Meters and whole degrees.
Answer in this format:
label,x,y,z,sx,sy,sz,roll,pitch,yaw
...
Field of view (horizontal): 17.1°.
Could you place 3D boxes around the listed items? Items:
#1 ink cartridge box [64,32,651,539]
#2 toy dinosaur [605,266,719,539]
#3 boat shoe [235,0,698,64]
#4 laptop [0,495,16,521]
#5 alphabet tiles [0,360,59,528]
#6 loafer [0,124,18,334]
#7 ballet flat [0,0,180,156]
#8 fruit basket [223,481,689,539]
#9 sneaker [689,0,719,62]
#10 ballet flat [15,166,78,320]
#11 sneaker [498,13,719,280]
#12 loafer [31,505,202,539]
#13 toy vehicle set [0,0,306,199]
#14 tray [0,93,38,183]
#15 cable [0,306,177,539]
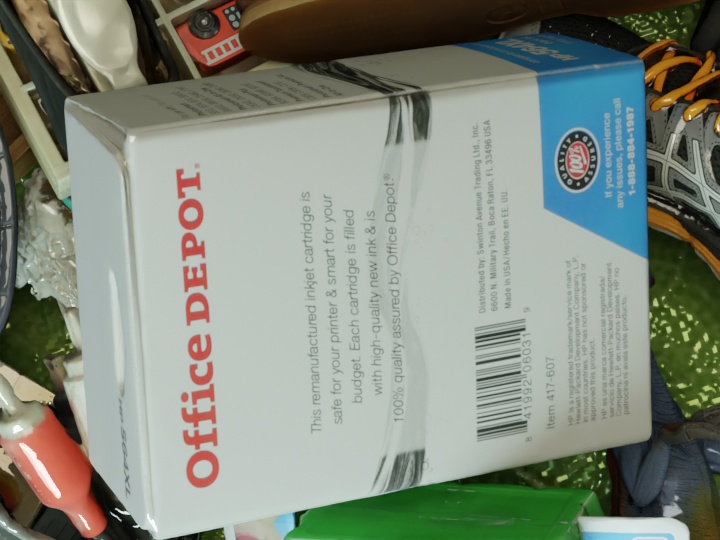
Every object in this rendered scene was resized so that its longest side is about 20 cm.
label,x,y,z,sx,sy,sz,roll,pitch,yaw
ink cartridge box,0.000,0.000,0.867,0.199,0.084,0.147,-8,107,-21
toy dinosaur,0.112,0.087,0.938,0.200,0.105,0.182,-37,66,11
boat shoe,0.048,-0.128,0.917,0.198,0.070,0.071,-9,74,0
laptop,-0.250,0.078,0.905,0.177,0.103,0.201,-33,78,1
alphabet tiles,-0.216,0.051,0.962,0.199,0.008,0.168,30,88,5
loafer,-0.173,-0.065,0.943,0.071,0.063,0.201,-17,90,9
ballet flat,-0.117,-0.127,0.905,0.068,0.068,0.201,-28,79,-15
fruit basket,0.037,0.182,0.899,0.184,0.094,0.202,3,104,23
sneaker,0.202,-0.146,0.953,0.099,0.071,0.201,29,92,0
ballet flat,-0.062,0.033,0.968,0.200,0.072,0.072,40,89,8
sneaker,0.141,-0.049,0.929,0.200,0.077,0.078,37,50,12
loafer,-0.122,0.154,0.954,0.072,0.063,0.201,28,88,4
toy vehicle set,-0.062,-0.128,0.962,0.199,0.027,0.125,-28,79,-13
tray,-0.184,-0.066,0.990,0.200,0.037,0.099,-45,84,-1
cable,-0.082,0.110,0.922,0.097,0.050,0.201,-35,103,-28
